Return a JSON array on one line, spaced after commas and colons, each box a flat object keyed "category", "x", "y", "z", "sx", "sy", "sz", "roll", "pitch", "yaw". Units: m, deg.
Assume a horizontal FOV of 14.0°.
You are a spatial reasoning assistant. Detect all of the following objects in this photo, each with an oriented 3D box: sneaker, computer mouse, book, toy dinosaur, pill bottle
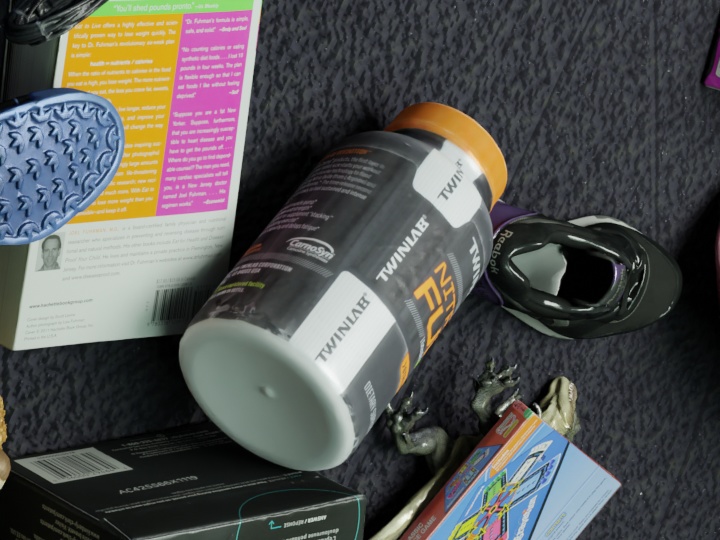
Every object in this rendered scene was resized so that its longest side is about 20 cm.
[{"category": "sneaker", "x": -0.207, "y": -0.033, "z": 1.353, "sx": 0.200, "sy": 0.078, "sz": 0.070, "roll": -30, "pitch": 121, "yaw": -26}, {"category": "computer mouse", "x": -0.191, "y": -0.092, "z": 1.341, "sx": 0.200, "sy": 0.059, "sz": 0.034, "roll": -27, "pitch": 130, "yaw": -10}, {"category": "book", "x": -0.114, "y": -0.064, "z": 1.449, "sx": 0.133, "sy": 0.048, "sz": 0.201, "roll": -4, "pitch": 109, "yaw": -41}, {"category": "toy dinosaur", "x": 0.055, "y": 0.101, "z": 1.650, "sx": 0.200, "sy": 0.047, "sz": 0.088, "roll": -30, "pitch": 129, "yaw": -26}, {"category": "sneaker", "x": 0.125, "y": 0.008, "z": 1.646, "sx": 0.200, "sy": 0.087, "sz": 0.076, "roll": 11, "pitch": 98, "yaw": -43}, {"category": "pill bottle", "x": 0.000, "y": 0.000, "z": 1.511, "sx": 0.200, "sy": 0.106, "sz": 0.106, "roll": -53, "pitch": 133, "yaw": -35}]

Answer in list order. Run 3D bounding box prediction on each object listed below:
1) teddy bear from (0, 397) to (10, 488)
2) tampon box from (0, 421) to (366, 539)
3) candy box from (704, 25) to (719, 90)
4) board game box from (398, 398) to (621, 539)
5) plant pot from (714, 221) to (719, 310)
[{"category": "teddy bear", "x": -0.230, "y": 0.137, "z": 1.402, "sx": 0.200, "sy": 0.067, "sz": 0.145, "roll": -44, "pitch": 130, "yaw": -20}, {"category": "tampon box", "x": -0.100, "y": 0.199, "z": 1.494, "sx": 0.150, "sy": 0.126, "sz": 0.201, "roll": -7, "pitch": 110, "yaw": -38}, {"category": "candy box", "x": 0.289, "y": -0.185, "z": 1.688, "sx": 0.061, "sy": 0.136, "sz": 0.201, "roll": 10, "pitch": 97, "yaw": -43}, {"category": "board game box", "x": 0.055, "y": 0.173, "z": 1.656, "sx": 0.200, "sy": 0.019, "sz": 0.103, "roll": -50, "pitch": 136, "yaw": 1}, {"category": "plant pot", "x": 0.318, "y": 0.040, "z": 1.766, "sx": 0.200, "sy": 0.200, "sz": 0.179, "roll": -40, "pitch": 141, "yaw": -24}]
